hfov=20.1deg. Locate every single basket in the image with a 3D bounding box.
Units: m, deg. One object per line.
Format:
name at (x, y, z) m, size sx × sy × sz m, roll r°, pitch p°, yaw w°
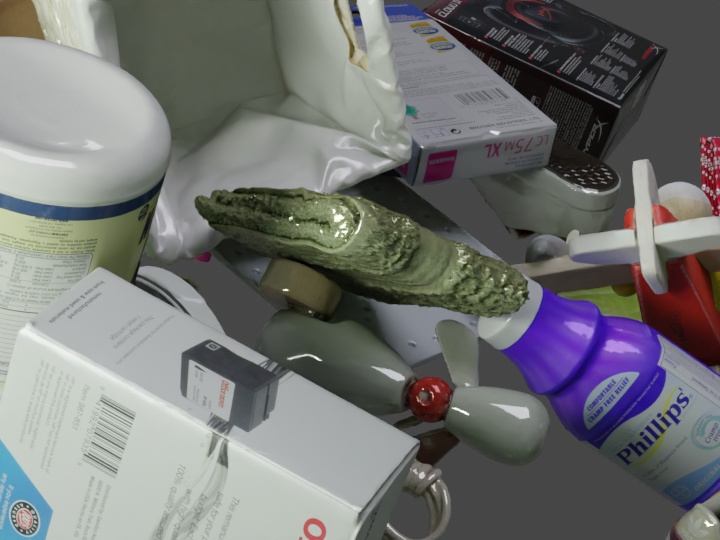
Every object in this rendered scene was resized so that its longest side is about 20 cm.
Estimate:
basket at (-0.099, -0.144, 1.333) m, size 0.199 × 0.199 × 0.161 m, roll -24°, pitch 28°, yaw -19°

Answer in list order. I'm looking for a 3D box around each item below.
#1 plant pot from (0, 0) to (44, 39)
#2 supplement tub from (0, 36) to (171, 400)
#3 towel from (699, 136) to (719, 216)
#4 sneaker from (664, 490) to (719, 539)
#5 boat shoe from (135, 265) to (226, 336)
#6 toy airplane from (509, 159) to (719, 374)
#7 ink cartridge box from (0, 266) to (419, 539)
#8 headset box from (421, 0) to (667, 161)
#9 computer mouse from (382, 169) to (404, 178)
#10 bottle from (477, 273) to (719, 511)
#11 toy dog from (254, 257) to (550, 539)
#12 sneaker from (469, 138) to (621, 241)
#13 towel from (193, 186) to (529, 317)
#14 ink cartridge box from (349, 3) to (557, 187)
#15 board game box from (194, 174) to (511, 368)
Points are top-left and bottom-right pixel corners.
plant pot at (-0.202, -0.174, 1.539) m, size 0.199 × 0.028 × 0.200 m, roll 15°, pitch 32°, yaw -10°
supplement tub at (-0.195, -0.012, 1.135) m, size 0.144 × 0.201 × 0.145 m, roll 14°, pitch 32°, yaw -9°
towel at (0.316, 0.000, 1.461) m, size 0.144 × 0.022 × 0.201 m, roll 4°, pitch 70°, yaw -16°
sneaker at (0.261, 0.162, 1.229) m, size 0.199 × 0.090 × 0.075 m, roll -12°, pitch 44°, yaw -40°
boat shoe at (-0.108, 0.070, 1.183) m, size 0.063 × 0.071 × 0.200 m, roll -6°, pitch 42°, yaw -37°
toy airplane at (0.203, -0.008, 1.329) m, size 0.199 × 0.199 × 0.142 m, roll 21°, pitch 49°, yaw -16°
ink cartridge box at (-0.088, 0.113, 1.057) m, size 0.199 × 0.146 × 0.084 m, roll 28°, pitch 32°, yaw 12°
headset box at (0.134, -0.172, 1.674) m, size 0.199 × 0.075 × 0.149 m, roll 27°, pitch 32°, yaw 10°
computer mouse at (-0.015, -0.125, 1.520) m, size 0.109 × 0.044 × 0.200 m, roll 2°, pitch 26°, yaw -22°
bottle at (0.163, 0.073, 1.264) m, size 0.200 × 0.084 × 0.065 m, roll 35°, pitch 19°, yaw -18°
toy dog at (0.013, 0.074, 1.223) m, size 0.200 × 0.132 × 0.096 m, roll 41°, pitch -3°, yaw 16°
sneaker at (0.101, -0.072, 1.505) m, size 0.073 × 0.085 × 0.200 m, roll -22°, pitch 46°, yaw -37°
towel at (-0.002, -0.010, 1.228) m, size 0.148 × 0.037 × 0.200 m, roll 23°, pitch -9°, yaw -31°
ink cartridge box at (0.037, -0.131, 1.466) m, size 0.119 × 0.042 × 0.200 m, roll -10°, pitch 40°, yaw -31°
board game box at (0.000, 0.000, 1.389) m, size 0.200 × 0.026 × 0.200 m, roll 39°, pitch 37°, yaw 27°
